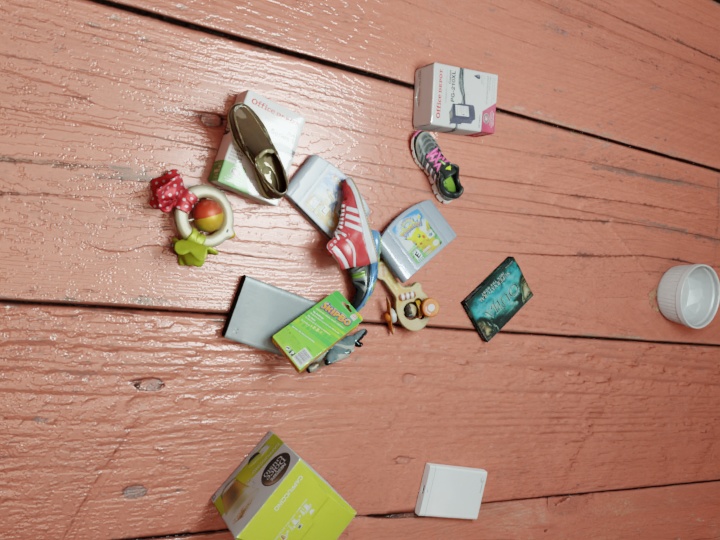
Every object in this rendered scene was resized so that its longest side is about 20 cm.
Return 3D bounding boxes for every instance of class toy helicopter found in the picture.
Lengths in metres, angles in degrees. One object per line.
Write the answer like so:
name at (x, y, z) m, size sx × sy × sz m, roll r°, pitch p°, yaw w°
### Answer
toy helicopter at (0.091, 0.066, 1.556) m, size 0.132 × 0.079 × 0.201 m, roll -41°, pitch 101°, yaw -8°

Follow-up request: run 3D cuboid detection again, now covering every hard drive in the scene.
hard drive at (0.245, 0.594, 1.700) m, size 0.197 × 0.027 × 0.135 m, roll 15°, pitch 88°, yaw -28°
hard drive at (-0.195, 0.110, 1.420) m, size 0.197 × 0.033 × 0.142 m, roll 22°, pitch 84°, yaw -28°

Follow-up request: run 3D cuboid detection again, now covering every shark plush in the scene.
shark plush at (-0.052, 0.164, 1.463) m, size 0.197 × 0.091 × 0.085 m, roll -18°, pitch 81°, yaw -31°

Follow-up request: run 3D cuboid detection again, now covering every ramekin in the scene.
ramekin at (1.042, 0.078, 2.023) m, size 0.196 × 0.105 × 0.205 m, roll -3°, pitch 96°, yaw -26°

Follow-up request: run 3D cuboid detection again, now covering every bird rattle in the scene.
bird rattle at (-0.342, -0.112, 1.308) m, size 0.161 × 0.112 × 0.204 m, roll -19°, pitch 91°, yaw -36°

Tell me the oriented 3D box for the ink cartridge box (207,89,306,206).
ink cartridge box at (-0.218, -0.257, 1.343) m, size 0.144 × 0.084 × 0.204 m, roll 20°, pitch 87°, yaw -28°

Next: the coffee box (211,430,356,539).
coffee box at (-0.168, 0.513, 1.379) m, size 0.200 × 0.197 × 0.201 m, roll -47°, pitch 113°, yaw -16°

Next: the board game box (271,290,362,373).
board game box at (-0.093, 0.131, 1.408) m, size 0.199 × 0.030 × 0.096 m, roll -36°, pitch 75°, yaw -29°

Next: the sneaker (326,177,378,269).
sneaker at (-0.037, -0.102, 1.422) m, size 0.110 × 0.071 × 0.204 m, roll -17°, pitch 81°, yaw 1°

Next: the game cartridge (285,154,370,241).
game cartridge at (-0.071, -0.162, 1.458) m, size 0.200 × 0.041 × 0.134 m, roll 43°, pitch 79°, yaw -24°

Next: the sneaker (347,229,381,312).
sneaker at (0.000, 0.000, 1.495) m, size 0.081 × 0.071 × 0.204 m, roll 11°, pitch 105°, yaw 9°

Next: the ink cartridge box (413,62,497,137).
ink cartridge box at (0.235, -0.418, 1.565) m, size 0.196 × 0.084 × 0.149 m, roll 1°, pitch 94°, yaw -28°

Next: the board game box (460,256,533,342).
board game box at (0.374, 0.077, 1.716) m, size 0.199 × 0.028 × 0.136 m, roll -41°, pitch 111°, yaw -18°

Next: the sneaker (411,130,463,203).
sneaker at (0.197, -0.256, 1.559) m, size 0.073 × 0.087 × 0.202 m, roll -36°, pitch 110°, yaw -19°

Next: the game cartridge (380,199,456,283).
game cartridge at (0.132, -0.081, 1.548) m, size 0.199 × 0.040 × 0.134 m, roll -40°, pitch 89°, yaw -24°

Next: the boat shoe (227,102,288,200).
boat shoe at (-0.196, -0.240, 1.266) m, size 0.074 × 0.074 × 0.205 m, roll -34°, pitch 109°, yaw -20°
